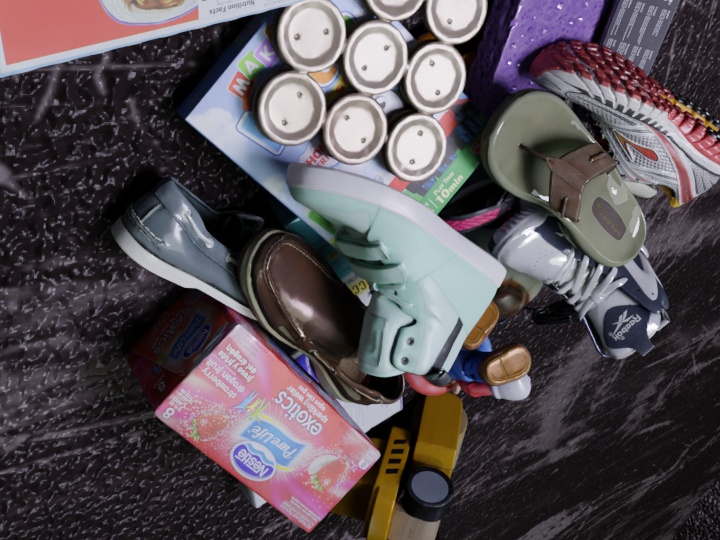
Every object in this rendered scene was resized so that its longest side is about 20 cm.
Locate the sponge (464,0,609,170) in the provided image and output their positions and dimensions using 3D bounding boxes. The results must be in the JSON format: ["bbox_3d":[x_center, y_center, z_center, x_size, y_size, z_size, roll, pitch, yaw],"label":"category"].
[{"bbox_3d":[0.140,-0.176,0.730,0.110,0.030,0.203,-9,129,-40],"label":"sponge"}]

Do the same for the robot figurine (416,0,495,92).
[{"bbox_3d":[0.084,-0.158,0.764,0.199,0.058,0.146,-37,145,-16],"label":"robot figurine"}]

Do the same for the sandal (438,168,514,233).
[{"bbox_3d":[0.088,-0.049,0.788,0.198,0.046,0.074,-23,166,40],"label":"sandal"}]

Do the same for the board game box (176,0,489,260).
[{"bbox_3d":[-0.009,-0.107,0.656,0.199,0.037,0.152,39,93,-29],"label":"board game box"}]

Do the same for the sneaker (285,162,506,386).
[{"bbox_3d":[0.013,0.010,0.639,0.199,0.073,0.120,30,84,-32],"label":"sneaker"}]

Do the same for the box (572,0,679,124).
[{"bbox_3d":[0.238,-0.246,0.781,0.159,0.049,0.202,-73,178,-56],"label":"box"}]

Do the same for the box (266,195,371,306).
[{"bbox_3d":[0.000,0.000,0.782,0.082,0.049,0.201,-32,130,-4],"label":"box"}]

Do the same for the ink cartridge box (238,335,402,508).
[{"bbox_3d":[-0.045,0.124,0.913,0.198,0.043,0.200,-30,141,-23],"label":"ink cartridge box"}]

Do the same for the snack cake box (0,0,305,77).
[{"bbox_3d":[-0.120,-0.192,0.488,0.198,0.067,0.116,-24,142,-32],"label":"snack cake box"}]

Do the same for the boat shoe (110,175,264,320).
[{"bbox_3d":[-0.096,-0.014,0.692,0.062,0.073,0.199,-50,142,11],"label":"boat shoe"}]

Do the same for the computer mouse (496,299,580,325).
[{"bbox_3d":[0.171,0.047,0.967,0.058,0.199,0.034,-34,110,-31],"label":"computer mouse"}]

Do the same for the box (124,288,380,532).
[{"bbox_3d":[-0.087,0.112,0.749,0.096,0.100,0.200,-45,125,-4],"label":"box"}]

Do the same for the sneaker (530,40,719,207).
[{"bbox_3d":[0.216,-0.112,0.729,0.198,0.078,0.082,28,123,-19],"label":"sneaker"}]

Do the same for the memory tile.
[{"bbox_3d":[0.015,-0.170,0.612,0.151,0.017,0.203,11,104,-27],"label":"memory tile"}]

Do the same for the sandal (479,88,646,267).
[{"bbox_3d":[0.170,-0.069,0.695,0.200,0.057,0.080,33,90,-32],"label":"sandal"}]

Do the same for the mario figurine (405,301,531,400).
[{"bbox_3d":[0.108,0.067,0.904,0.104,0.126,0.200,1,172,-14],"label":"mario figurine"}]

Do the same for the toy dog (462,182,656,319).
[{"bbox_3d":[0.169,-0.044,0.908,0.192,0.140,0.202,6,122,-50],"label":"toy dog"}]

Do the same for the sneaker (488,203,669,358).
[{"bbox_3d":[0.204,0.015,0.789,0.197,0.131,0.079,12,133,-46],"label":"sneaker"}]

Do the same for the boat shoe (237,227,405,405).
[{"bbox_3d":[-0.018,0.040,0.708,0.075,0.074,0.203,-59,140,-20],"label":"boat shoe"}]

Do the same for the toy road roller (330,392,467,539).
[{"bbox_3d":[0.042,0.238,1.088,0.201,0.143,0.124,-68,170,-50],"label":"toy road roller"}]
